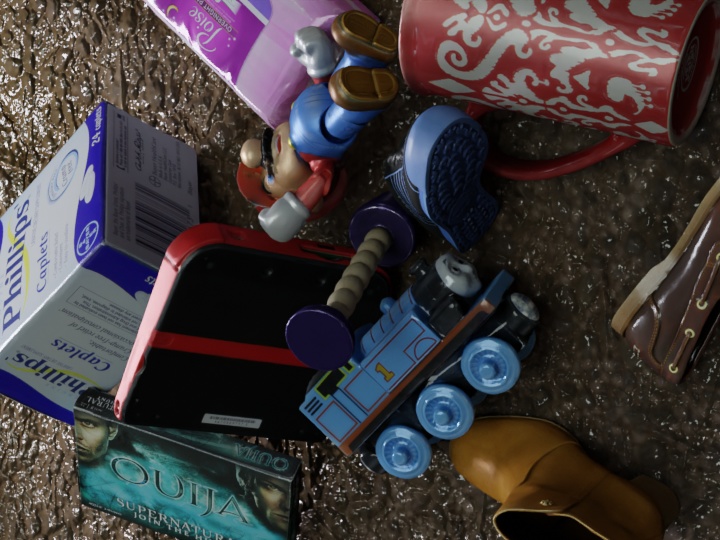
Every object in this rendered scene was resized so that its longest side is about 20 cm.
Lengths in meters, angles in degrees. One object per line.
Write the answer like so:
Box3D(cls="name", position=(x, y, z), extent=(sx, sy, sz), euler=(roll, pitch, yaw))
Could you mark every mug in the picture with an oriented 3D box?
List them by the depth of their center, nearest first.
Box3D(cls="mug", position=(0.149, -0.154, 1.024), extent=(0.199, 0.178, 0.134), euler=(18, 65, 25))

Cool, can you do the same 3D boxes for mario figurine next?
Box3D(cls="mario figurine", position=(-0.047, -0.105, 1.077), extent=(0.106, 0.123, 0.200), euler=(42, 141, 4))

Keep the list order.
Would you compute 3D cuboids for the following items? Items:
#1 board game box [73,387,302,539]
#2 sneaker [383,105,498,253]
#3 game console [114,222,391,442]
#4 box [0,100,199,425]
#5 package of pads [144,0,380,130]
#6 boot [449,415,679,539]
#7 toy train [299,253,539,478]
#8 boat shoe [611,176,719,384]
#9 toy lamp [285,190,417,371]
Box3D(cls="board game box", position=(-0.148, 0.182, 1.220), extent=(0.198, 0.028, 0.136), euler=(17, 134, 11))
Box3D(cls="sneaker", position=(0.049, -0.075, 1.043), extent=(0.078, 0.200, 0.070), euler=(38, 81, 20))
Box3D(cls="game console", position=(-0.082, 0.054, 1.142), extent=(0.178, 0.199, 0.031), euler=(-66, 34, 23))
Box3D(cls="box", position=(-0.234, -0.006, 1.229), extent=(0.200, 0.104, 0.185), euler=(-43, 36, 29))
Box3D(cls="package of pads", position=(-0.089, -0.218, 1.177), extent=(0.200, 0.075, 0.121), euler=(45, 115, 20))
Box3D(cls="boot", position=(0.125, 0.162, 1.043), extent=(0.200, 0.144, 0.072), euler=(15, 103, 31))
Box3D(cls="toy train", position=(0.048, 0.073, 1.103), extent=(0.114, 0.087, 0.200), euler=(42, 117, -1))
Box3D(cls="boat shoe", position=(0.255, -0.009, 0.985), extent=(0.070, 0.070, 0.201), euler=(48, 126, 27))
Box3D(cls="toy lamp", position=(0.000, 0.000, 1.076), extent=(0.058, 0.200, 0.059), euler=(10, 124, 16))
